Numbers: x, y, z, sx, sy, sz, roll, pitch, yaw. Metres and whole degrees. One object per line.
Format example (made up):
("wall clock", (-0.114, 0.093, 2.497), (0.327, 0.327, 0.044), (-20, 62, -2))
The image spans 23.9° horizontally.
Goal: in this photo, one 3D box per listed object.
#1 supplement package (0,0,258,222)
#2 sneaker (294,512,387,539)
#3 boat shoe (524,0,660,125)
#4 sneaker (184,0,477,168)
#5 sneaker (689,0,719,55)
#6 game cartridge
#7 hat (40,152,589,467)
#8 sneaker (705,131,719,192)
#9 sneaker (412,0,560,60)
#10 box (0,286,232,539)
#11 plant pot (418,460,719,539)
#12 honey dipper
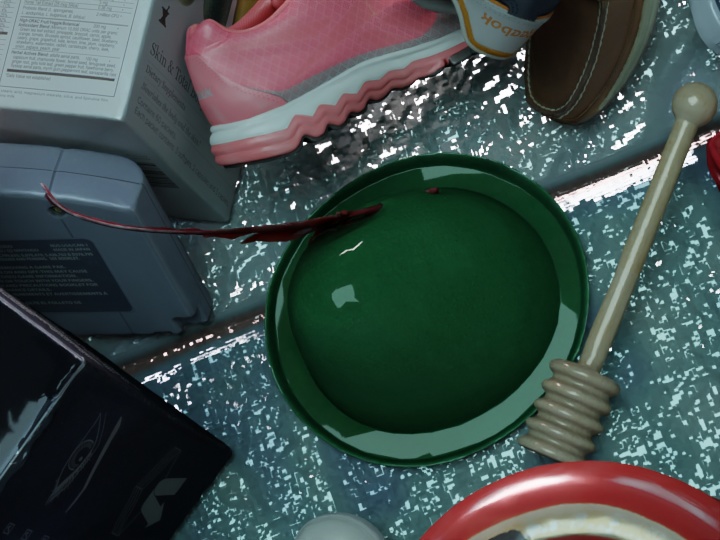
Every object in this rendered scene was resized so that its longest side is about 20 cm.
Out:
("supplement package", (-0.141, -0.150, 0.914), (0.151, 0.152, 0.200), (6, 74, 18))
("sneaker", (-0.013, 0.207, 0.795), (0.073, 0.085, 0.200), (-8, 69, 16))
("boat shoe", (0.111, -0.174, 0.860), (0.076, 0.072, 0.200), (20, 105, 44))
("sneaker", (-0.001, -0.130, 0.869), (0.200, 0.074, 0.087), (-31, 104, -21))
("sneaker", (0.200, -0.210, 0.868), (0.071, 0.073, 0.200), (-24, 72, 49))
("game cartridge", (-0.191, -0.014, 0.894), (0.200, 0.133, 0.042), (-1, 51, 16))
("hat", (0.000, 0.000, 0.808), (0.200, 0.176, 0.166), (-32, 66, 4))
("sneaker", (0.229, -0.090, 0.826), (0.115, 0.078, 0.200), (7, 73, 17))
("sneaker", (0.039, -0.179, 0.839), (0.079, 0.078, 0.200), (-63, 33, 27))
("box", (-0.189, 0.117, 0.813), (0.117, 0.200, 0.197), (34, 84, 23))
("plant pot", (0.107, 0.178, 0.718), (0.200, 0.183, 0.201), (-5, 69, 13))
("honey dipper", (0.132, 0.000, 0.833), (0.038, 0.038, 0.200), (22, 87, 22))
